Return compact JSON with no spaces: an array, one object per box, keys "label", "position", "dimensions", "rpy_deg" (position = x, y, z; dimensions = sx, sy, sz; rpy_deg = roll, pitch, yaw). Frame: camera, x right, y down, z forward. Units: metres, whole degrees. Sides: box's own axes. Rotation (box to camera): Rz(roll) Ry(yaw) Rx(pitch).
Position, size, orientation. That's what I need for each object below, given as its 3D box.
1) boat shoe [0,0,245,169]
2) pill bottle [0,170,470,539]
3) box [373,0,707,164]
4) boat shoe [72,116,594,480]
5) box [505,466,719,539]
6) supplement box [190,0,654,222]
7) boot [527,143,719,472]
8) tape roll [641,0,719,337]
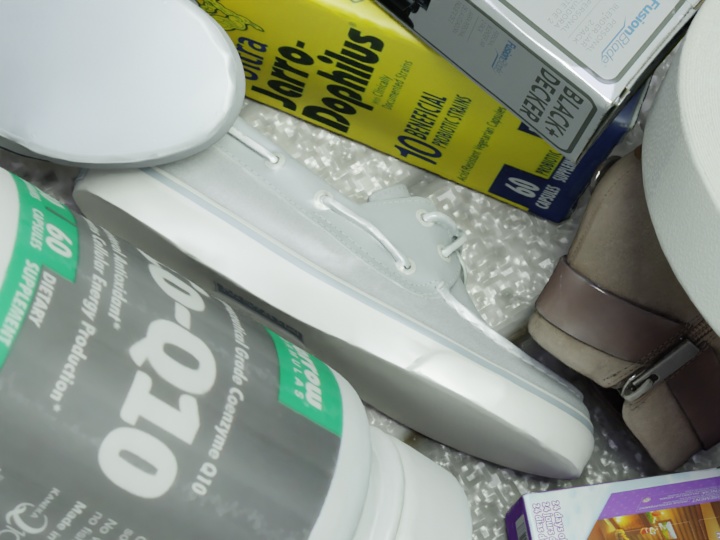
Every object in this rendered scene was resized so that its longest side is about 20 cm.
[{"label":"boat shoe","position":[-0.134,-0.073,1.010],"dimensions":[0.199,0.070,0.071],"rpy_deg":[6,87,7]},{"label":"pill bottle","position":[-0.070,0.059,0.928],"dimensions":[0.200,0.113,0.113],"rpy_deg":[32,70,-27]},{"label":"box","position":[0.032,-0.143,0.953],"dimensions":[0.200,0.060,0.117],"rpy_deg":[38,72,4]},{"label":"boat shoe","position":[0.000,0.000,1.022],"dimensions":[0.200,0.072,0.069],"rpy_deg":[29,74,11]},{"label":"box","position":[0.134,0.166,1.004],"dimensions":[0.136,0.039,0.201],"rpy_deg":[-7,75,-10]},{"label":"supplement box","position":[0.007,-0.114,1.030],"dimensions":[0.200,0.109,0.110],"rpy_deg":[22,72,-1]},{"label":"boot","position":[0.149,0.011,1.023],"dimensions":[0.146,0.070,0.200],"rpy_deg":[-47,126,5]},{"label":"tape roll","position":[0.184,-0.021,0.901],"dimensions":[0.202,0.037,0.203],"rpy_deg":[10,47,-11]}]
